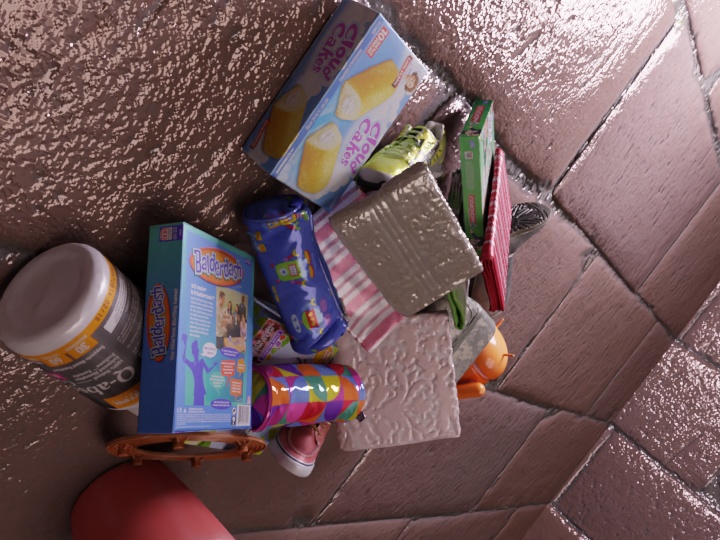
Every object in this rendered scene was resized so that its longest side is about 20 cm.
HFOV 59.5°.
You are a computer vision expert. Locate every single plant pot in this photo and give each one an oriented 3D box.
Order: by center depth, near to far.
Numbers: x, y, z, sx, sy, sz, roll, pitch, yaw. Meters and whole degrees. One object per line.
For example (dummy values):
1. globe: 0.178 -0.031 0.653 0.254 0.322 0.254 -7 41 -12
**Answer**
1. plant pot: -0.280 0.362 0.822 0.199 0.177 0.202 -28 139 -27

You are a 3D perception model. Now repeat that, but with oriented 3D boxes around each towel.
1. towel: 0.061 -0.032 0.769 0.132 0.035 0.201 -31 131 7
2. towel: 0.000 0.000 0.829 0.146 0.030 0.200 -42 113 6
3. towel: 0.200 -0.057 0.924 0.145 0.022 0.202 65 32 -51
4. towel: 0.153 -0.034 0.939 0.150 0.030 0.202 67 28 -43
5. towel: 0.049 0.163 0.948 0.188 0.032 0.203 -6 97 -2

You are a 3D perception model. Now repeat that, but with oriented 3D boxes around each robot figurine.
1. robot figurine: 0.179 0.161 1.136 0.199 0.118 0.144 -29 -179 23

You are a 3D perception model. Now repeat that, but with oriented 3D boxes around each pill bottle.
1. pill bottle: -0.256 0.072 0.647 0.116 0.116 0.201 -42 142 -10

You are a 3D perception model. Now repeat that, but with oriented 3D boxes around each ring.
1. ring: -0.219 0.230 0.798 0.197 0.019 0.201 -3 155 -2

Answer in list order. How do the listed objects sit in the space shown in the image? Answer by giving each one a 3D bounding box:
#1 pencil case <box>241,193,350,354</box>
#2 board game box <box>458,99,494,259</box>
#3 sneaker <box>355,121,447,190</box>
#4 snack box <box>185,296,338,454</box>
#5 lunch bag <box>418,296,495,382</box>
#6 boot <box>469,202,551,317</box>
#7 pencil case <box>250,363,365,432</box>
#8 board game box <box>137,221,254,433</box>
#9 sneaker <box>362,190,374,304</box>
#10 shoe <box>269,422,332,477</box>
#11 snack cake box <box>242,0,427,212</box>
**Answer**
1. pencil case: -0.073 0.006 0.758 0.086 0.078 0.202 -12 117 11
2. board game box: 0.172 -0.123 0.905 0.135 0.029 0.202 -61 148 -51
3. sneaker: 0.053 -0.146 0.803 0.200 0.075 0.077 -36 138 -58
4. snack box: -0.148 0.149 0.866 0.201 0.068 0.168 -52 143 4
5. lunch bag: 0.099 0.100 1.034 0.201 0.139 0.168 -49 126 -2
6. boot: 0.269 -0.011 1.159 0.180 0.073 0.202 -25 132 -9
7. pencil case: -0.077 0.169 0.835 0.199 0.088 0.089 14 111 -49
8. board game box: -0.167 0.067 0.669 0.152 0.044 0.203 33 54 -67
9. sneaker: 0.020 -0.017 0.902 0.095 0.079 0.202 -9 129 -56
10. shoe: -0.078 0.232 0.951 0.092 0.071 0.200 -56 -178 2
11. snack cake box: -0.026 -0.180 0.708 0.201 0.067 0.115 -55 142 7
